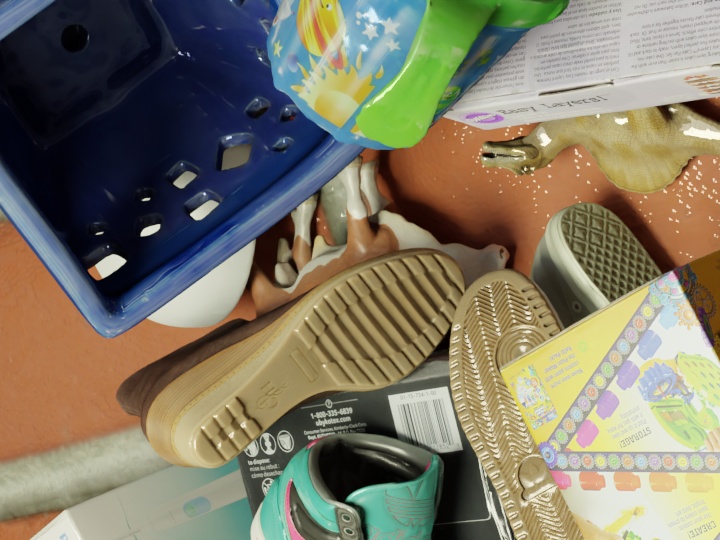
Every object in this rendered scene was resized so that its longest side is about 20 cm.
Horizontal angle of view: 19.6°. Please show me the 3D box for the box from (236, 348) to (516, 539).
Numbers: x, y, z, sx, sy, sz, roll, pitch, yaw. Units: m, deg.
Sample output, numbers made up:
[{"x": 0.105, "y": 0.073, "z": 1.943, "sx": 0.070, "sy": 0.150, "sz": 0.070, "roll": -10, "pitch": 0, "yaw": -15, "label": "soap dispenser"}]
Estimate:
[{"x": 0.037, "y": 0.117, "z": 1.253, "sx": 0.199, "sy": 0.114, "sz": 0.133, "roll": -13, "pitch": 93, "yaw": 41, "label": "box"}]

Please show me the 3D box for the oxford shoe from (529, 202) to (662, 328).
[{"x": 0.160, "y": 0.055, "z": 1.157, "sx": 0.201, "sy": 0.075, "sz": 0.058, "roll": 57, "pitch": 142, "yaw": 15, "label": "oxford shoe"}]

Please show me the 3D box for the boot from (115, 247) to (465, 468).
[{"x": -0.047, "y": 0.039, "z": 1.226, "sx": 0.073, "sy": 0.199, "sz": 0.166, "roll": 61, "pitch": 168, "yaw": -17, "label": "boot"}]

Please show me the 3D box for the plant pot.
[{"x": -0.144, "y": -0.114, "z": 1.167, "sx": 0.180, "sy": 0.200, "sz": 0.201, "roll": 35, "pitch": 160, "yaw": 54, "label": "plant pot"}]

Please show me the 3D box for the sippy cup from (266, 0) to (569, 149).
[{"x": 0.021, "y": -0.136, "z": 1.058, "sx": 0.140, "sy": 0.178, "sz": 0.131, "roll": 45, "pitch": 125, "yaw": 11, "label": "sippy cup"}]

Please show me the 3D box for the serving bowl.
[{"x": -0.141, "y": -0.058, "z": 1.349, "sx": 0.200, "sy": 0.065, "sz": 0.202, "roll": 26, "pitch": 121, "yaw": 55, "label": "serving bowl"}]

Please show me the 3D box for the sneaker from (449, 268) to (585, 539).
[{"x": 0.113, "y": 0.100, "z": 1.142, "sx": 0.070, "sy": 0.108, "sz": 0.201, "roll": -25, "pitch": 71, "yaw": 21, "label": "sneaker"}]

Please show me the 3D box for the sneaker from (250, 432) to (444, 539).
[{"x": 0.024, "y": 0.162, "z": 1.148, "sx": 0.200, "sy": 0.083, "sz": 0.121, "roll": 44, "pitch": 135, "yaw": 25, "label": "sneaker"}]

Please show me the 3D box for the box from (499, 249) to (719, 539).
[{"x": 0.207, "y": 0.087, "z": 1.034, "sx": 0.122, "sy": 0.199, "sz": 0.194, "roll": -33, "pitch": 81, "yaw": 41, "label": "box"}]

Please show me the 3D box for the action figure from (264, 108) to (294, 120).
[{"x": -0.075, "y": -0.177, "z": 1.304, "sx": 0.065, "sy": 0.051, "sz": 0.202, "roll": 2, "pitch": 103, "yaw": 66, "label": "action figure"}]

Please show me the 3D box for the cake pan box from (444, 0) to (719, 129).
[{"x": 0.126, "y": -0.175, "z": 1.084, "sx": 0.199, "sy": 0.052, "sz": 0.186, "roll": -7, "pitch": 72, "yaw": 41, "label": "cake pan box"}]

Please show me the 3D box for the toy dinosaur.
[{"x": 0.158, "y": -0.087, "z": 1.137, "sx": 0.199, "sy": 0.058, "sz": 0.102, "roll": 6, "pitch": 119, "yaw": 34, "label": "toy dinosaur"}]

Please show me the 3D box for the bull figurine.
[{"x": 0.000, "y": 0.000, "z": 1.284, "sx": 0.199, "sy": 0.065, "sz": 0.122, "roll": -24, "pitch": 82, "yaw": 41, "label": "bull figurine"}]

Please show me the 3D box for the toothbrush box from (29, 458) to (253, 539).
[{"x": -0.104, "y": 0.202, "z": 1.344, "sx": 0.085, "sy": 0.199, "sz": 0.147, "roll": -39, "pitch": 77, "yaw": 41, "label": "toothbrush box"}]
